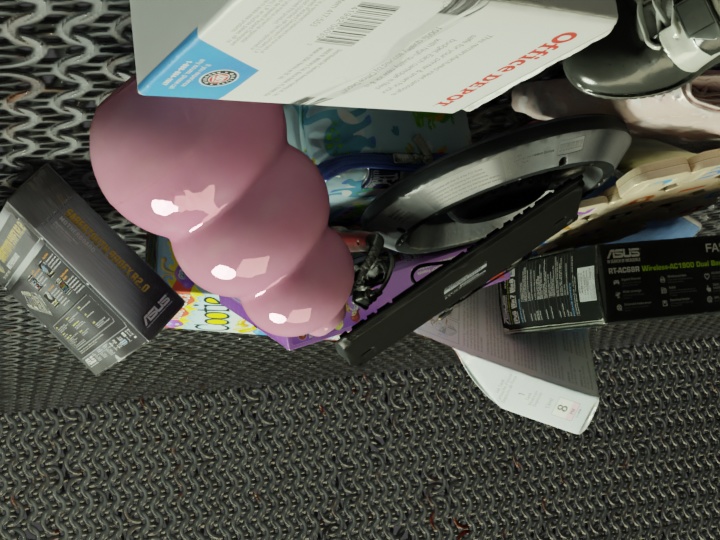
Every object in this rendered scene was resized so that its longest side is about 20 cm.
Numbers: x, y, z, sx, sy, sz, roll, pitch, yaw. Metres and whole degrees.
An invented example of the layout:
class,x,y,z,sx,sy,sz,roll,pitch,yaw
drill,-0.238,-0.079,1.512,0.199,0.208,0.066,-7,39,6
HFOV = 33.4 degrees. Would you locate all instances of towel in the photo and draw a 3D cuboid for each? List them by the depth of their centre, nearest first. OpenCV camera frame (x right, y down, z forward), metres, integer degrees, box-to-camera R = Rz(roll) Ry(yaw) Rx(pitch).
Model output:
class,x,y,z,sx,sy,sz,roll,pitch,yaw
towel,0.237,-0.112,0.865,0.189,0.033,0.199,7,-179,-26

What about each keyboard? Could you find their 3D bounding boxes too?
class,x,y,z,sx,sy,sz,roll,pitch,yaw
keyboard,0.063,-0.004,0.829,0.199,0.040,0.104,-33,163,-6

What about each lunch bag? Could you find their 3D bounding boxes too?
class,x,y,z,sx,sy,sz,roll,pitch,yaw
lunch bag,-0.019,-0.082,0.914,0.160,0.084,0.199,-4,171,-45

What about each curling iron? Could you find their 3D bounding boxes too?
class,x,y,z,sx,sy,sz,roll,pitch,yaw
curling iron,-0.021,-0.012,0.867,0.025,0.050,0.200,23,-179,-22

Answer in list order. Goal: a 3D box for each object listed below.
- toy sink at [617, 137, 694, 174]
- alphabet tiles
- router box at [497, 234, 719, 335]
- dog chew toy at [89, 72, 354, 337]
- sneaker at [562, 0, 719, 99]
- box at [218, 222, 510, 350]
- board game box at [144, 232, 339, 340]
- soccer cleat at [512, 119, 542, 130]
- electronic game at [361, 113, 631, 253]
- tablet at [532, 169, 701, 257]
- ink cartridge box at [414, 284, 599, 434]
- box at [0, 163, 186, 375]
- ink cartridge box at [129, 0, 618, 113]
class,x,y,z,sx,sy,sz,roll,pitch,yaw
toy sink,0.232,-0.047,1.192,0.129,0.114,0.199,-1,167,-34
alphabet tiles,0.214,-0.051,0.945,0.193,0.015,0.200,-13,168,-17
router box,0.234,0.011,0.983,0.198,0.063,0.150,-4,175,-24
dog chew toy,-0.077,-0.042,0.752,0.124,0.201,0.125,-33,-164,11
sneaker,0.208,-0.163,0.697,0.198,0.075,0.088,-17,158,15
box,0.000,0.000,0.954,0.198,0.040,0.136,-17,-159,-25
board game box,-0.091,-0.004,1.087,0.197,0.104,0.105,6,159,-15
soccer cleat,0.131,-0.079,1.055,0.199,0.069,0.085,-33,179,27
electronic game,0.095,-0.060,0.846,0.198,0.042,0.200,-18,169,-4
tablet,0.213,-0.027,1.069,0.130,0.014,0.199,-43,143,24
ink cartridge box,0.106,0.051,1.051,0.198,0.058,0.163,16,-151,-4
box,-0.246,0.007,1.030,0.048,0.158,0.200,-48,-171,-27
ink cartridge box,0.003,-0.141,0.590,0.198,0.087,0.146,-3,169,-33
